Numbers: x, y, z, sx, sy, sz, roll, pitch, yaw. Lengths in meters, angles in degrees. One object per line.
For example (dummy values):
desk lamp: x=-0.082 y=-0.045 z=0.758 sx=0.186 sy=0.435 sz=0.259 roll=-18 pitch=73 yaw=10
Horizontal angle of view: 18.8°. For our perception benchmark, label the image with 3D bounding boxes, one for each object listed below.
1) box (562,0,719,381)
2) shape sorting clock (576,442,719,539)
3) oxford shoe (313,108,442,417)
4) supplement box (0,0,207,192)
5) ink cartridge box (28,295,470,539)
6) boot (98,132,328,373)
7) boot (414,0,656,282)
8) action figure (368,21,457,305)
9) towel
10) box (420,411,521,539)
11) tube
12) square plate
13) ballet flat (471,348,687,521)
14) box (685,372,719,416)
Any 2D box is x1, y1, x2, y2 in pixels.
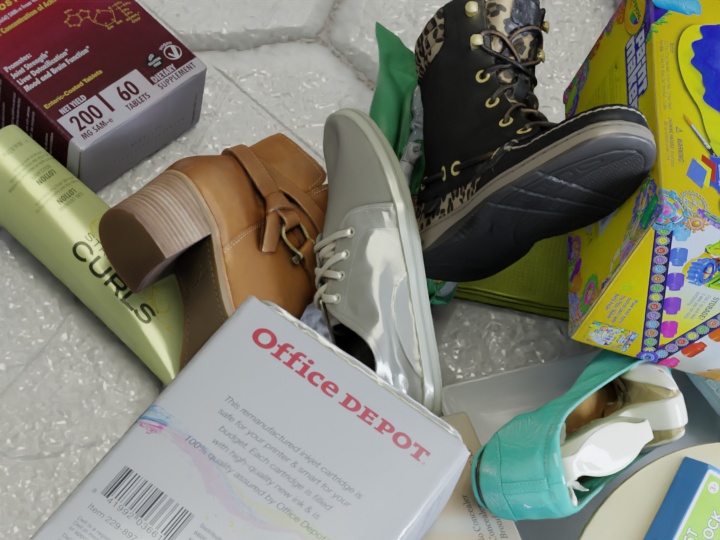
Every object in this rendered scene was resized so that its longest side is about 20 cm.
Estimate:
box: x=0.230 y=-0.045 z=1.265 sx=0.192 sy=0.122 sz=0.201 roll=16 pitch=47 yaw=-14
shape sorting clock: x=0.205 y=0.195 z=1.204 sx=0.199 sy=0.039 sz=0.201 roll=1 pitch=87 yaw=-13
oxford shoe: x=0.000 y=0.000 z=1.252 sx=0.058 sy=0.075 sz=0.201 roll=-4 pitch=74 yaw=-21
supplement box: x=-0.203 y=-0.148 z=1.376 sx=0.200 sy=0.061 sz=0.109 roll=42 pitch=59 yaw=18
ink cartridge box: x=-0.060 y=0.132 z=1.103 sx=0.145 sy=0.088 sz=0.200 roll=35 pitch=59 yaw=10
boot: x=-0.051 y=0.019 z=1.284 sx=0.155 sy=0.077 sz=0.200 roll=-29 pitch=81 yaw=-46
boot: x=0.089 y=-0.091 z=1.234 sx=0.073 sy=0.200 sz=0.151 roll=11 pitch=64 yaw=-26
action figure: x=0.044 y=-0.051 z=1.340 sx=0.118 sy=0.055 sz=0.201 roll=27 pitch=56 yaw=-23
towel: x=0.083 y=-0.017 z=1.372 sx=0.199 sy=0.018 sz=0.086 roll=12 pitch=56 yaw=-4
box: x=-0.023 y=0.154 z=1.197 sx=0.199 sy=0.078 sz=0.095 roll=-13 pitch=61 yaw=-20
tube: x=-0.151 y=-0.006 z=1.299 sx=0.200 sy=0.052 sz=0.058 roll=42 pitch=92 yaw=8
square plate: x=0.167 y=0.135 z=1.280 sx=0.199 sy=0.028 sz=0.199 roll=-13 pitch=59 yaw=-19
ballet flat: x=0.142 y=0.089 z=1.216 sx=0.070 sy=0.068 sz=0.200 roll=-1 pitch=18 yaw=38
box: x=0.276 y=0.048 z=1.325 sx=0.158 sy=0.048 sz=0.200 roll=-19 pitch=62 yaw=-38
